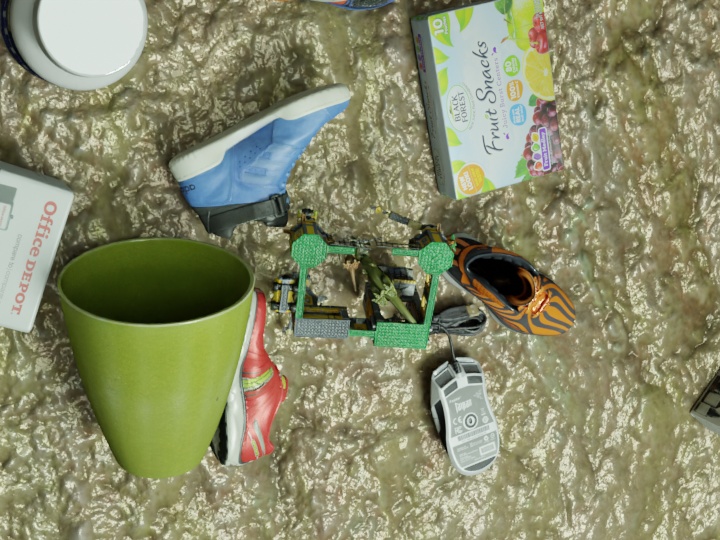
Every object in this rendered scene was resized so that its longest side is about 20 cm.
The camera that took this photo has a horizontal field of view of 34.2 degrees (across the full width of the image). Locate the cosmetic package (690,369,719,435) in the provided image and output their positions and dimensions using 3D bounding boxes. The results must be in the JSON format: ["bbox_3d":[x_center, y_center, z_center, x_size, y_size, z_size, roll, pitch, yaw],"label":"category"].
[{"bbox_3d":[0.514,0.124,1.495,0.051,0.082,0.201,38,85,-25],"label":"cosmetic package"}]

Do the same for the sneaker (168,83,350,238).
[{"bbox_3d":[-0.085,-0.107,1.202,0.199,0.077,0.112,-29,105,-10],"label":"sneaker"}]

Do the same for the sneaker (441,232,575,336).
[{"bbox_3d":[0.181,0.030,1.322,0.199,0.112,0.078,26,91,-25],"label":"sneaker"}]

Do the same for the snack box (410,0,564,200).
[{"bbox_3d":[0.142,-0.194,1.291,0.141,0.053,0.202,-16,107,-17],"label":"snack box"}]

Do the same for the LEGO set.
[{"bbox_3d":[0.000,0.000,1.240,0.198,0.116,0.155,-4,115,-6],"label":"LEGO set"}]

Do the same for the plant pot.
[{"bbox_3d":[-0.199,0.097,1.161,0.186,0.187,0.202,-7,118,-21],"label":"plant pot"}]

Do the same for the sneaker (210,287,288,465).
[{"bbox_3d":[-0.116,0.109,1.249,0.084,0.077,0.202,-4,110,-33],"label":"sneaker"}]

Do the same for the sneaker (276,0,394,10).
[{"bbox_3d":[-0.023,-0.300,1.187,0.198,0.078,0.076,-8,105,-20],"label":"sneaker"}]

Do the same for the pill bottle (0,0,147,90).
[{"bbox_3d":[-0.254,-0.222,1.042,0.119,0.200,0.121,-5,103,-21],"label":"pill bottle"}]

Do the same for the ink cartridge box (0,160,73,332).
[{"bbox_3d":[-0.385,-0.040,1.092,0.199,0.083,0.148,17,95,-25],"label":"ink cartridge box"}]

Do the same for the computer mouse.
[{"bbox_3d":[0.109,0.140,1.357,0.109,0.044,0.202,-16,101,-23],"label":"computer mouse"}]
